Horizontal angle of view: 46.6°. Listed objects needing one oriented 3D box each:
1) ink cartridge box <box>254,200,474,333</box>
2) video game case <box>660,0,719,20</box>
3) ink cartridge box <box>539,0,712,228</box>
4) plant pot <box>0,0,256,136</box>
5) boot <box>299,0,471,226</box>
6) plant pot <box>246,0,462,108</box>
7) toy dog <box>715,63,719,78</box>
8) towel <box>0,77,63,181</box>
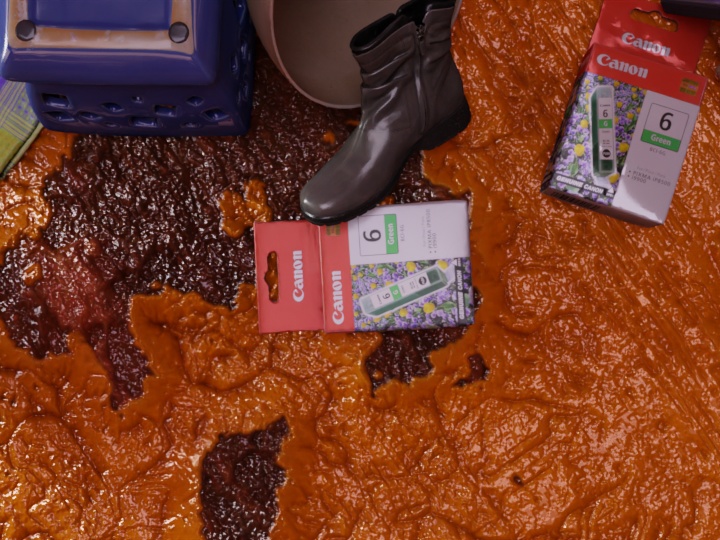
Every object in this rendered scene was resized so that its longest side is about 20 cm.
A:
[{"bbox_3d":[0.000,0.000,0.756,0.197,0.050,0.111,-4,88,2],"label":"ink cartridge box"},{"bbox_3d":[0.373,-0.283,0.707,0.200,0.143,0.019,-43,120,-1],"label":"video game case"},{"bbox_3d":[0.246,-0.151,0.754,0.108,0.050,0.203,18,90,4],"label":"ink cartridge box"},{"bbox_3d":[-0.194,-0.230,0.708,0.197,0.180,0.203,1,87,-2],"label":"plant pot"},{"bbox_3d":[0.010,-0.141,0.709,0.200,0.131,0.067,-41,48,-18],"label":"boot"},{"bbox_3d":[-0.024,-0.261,0.720,0.201,0.200,0.134,-47,52,1],"label":"plant pot"},{"bbox_3d":[0.416,-0.117,0.679,0.138,0.194,0.203,-15,81,-9],"label":"toy dog"},{"bbox_3d":[-0.388,-0.193,0.805,0.199,0.023,0.144,36,90,4],"label":"towel"}]
